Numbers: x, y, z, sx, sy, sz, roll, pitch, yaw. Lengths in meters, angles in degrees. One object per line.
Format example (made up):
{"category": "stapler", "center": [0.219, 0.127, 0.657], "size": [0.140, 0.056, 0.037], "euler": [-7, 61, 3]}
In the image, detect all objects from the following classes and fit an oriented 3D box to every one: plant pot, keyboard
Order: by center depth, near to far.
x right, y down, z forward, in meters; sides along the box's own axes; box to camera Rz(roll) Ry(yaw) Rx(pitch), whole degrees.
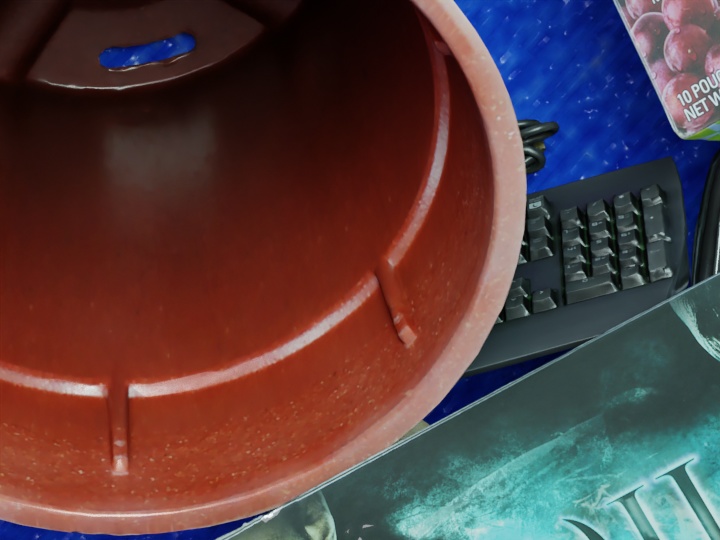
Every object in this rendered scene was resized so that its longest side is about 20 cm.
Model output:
{"category": "plant pot", "center": [-0.067, -0.065, 0.788], "size": [0.201, 0.201, 0.195], "euler": [-20, 34, 6]}
{"category": "keyboard", "center": [0.000, 0.000, 0.840], "size": [0.200, 0.127, 0.021], "euler": [-15, 120, 12]}

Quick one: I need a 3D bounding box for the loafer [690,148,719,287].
{"category": "loafer", "center": [0.136, 0.052, 0.790], "size": [0.073, 0.072, 0.200], "euler": [-11, 83, 2]}

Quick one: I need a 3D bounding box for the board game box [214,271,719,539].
{"category": "board game box", "center": [0.069, 0.086, 0.731], "size": [0.200, 0.028, 0.135], "euler": [-28, 62, -4]}

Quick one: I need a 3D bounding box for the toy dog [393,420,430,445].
{"category": "toy dog", "center": [0.062, 0.114, 0.812], "size": [0.096, 0.132, 0.200], "euler": [-35, 83, -27]}

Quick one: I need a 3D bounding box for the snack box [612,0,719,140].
{"category": "snack box", "center": [0.111, -0.154, 0.759], "size": [0.142, 0.053, 0.200], "euler": [-30, 77, 29]}
